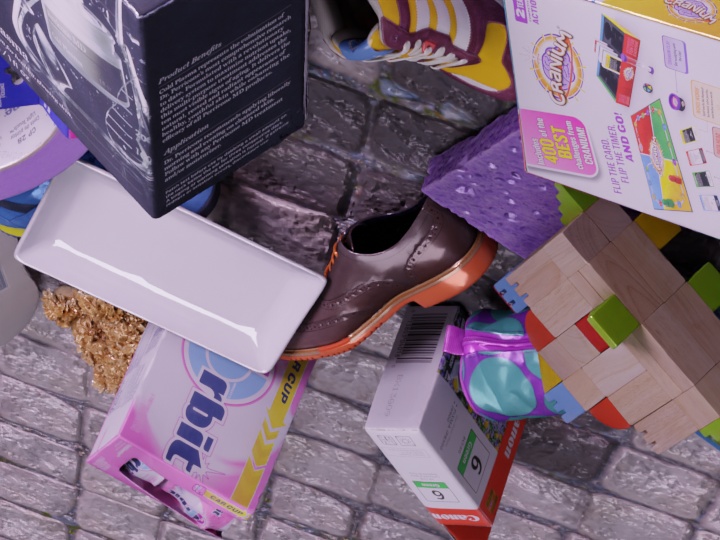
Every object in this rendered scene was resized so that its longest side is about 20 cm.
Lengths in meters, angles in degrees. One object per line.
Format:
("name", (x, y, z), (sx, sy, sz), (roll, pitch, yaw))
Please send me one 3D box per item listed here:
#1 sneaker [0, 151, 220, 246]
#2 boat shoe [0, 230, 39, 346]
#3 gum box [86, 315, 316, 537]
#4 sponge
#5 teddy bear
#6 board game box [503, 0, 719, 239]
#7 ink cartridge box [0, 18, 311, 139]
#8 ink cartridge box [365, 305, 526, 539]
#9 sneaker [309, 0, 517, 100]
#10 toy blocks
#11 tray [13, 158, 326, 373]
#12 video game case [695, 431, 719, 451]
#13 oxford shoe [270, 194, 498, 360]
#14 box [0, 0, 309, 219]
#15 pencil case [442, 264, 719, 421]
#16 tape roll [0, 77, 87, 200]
("sneaker", (-0.196, -0.063, 1.798), (0.200, 0.066, 0.078), (3, 146, 28))
("boat shoe", (-0.298, -0.003, 1.955), (0.069, 0.072, 0.200), (54, 168, 23))
("gum box", (-0.106, 0.083, 1.842), (0.113, 0.200, 0.066), (31, 148, -14))
("sponge", (0.138, -0.067, 1.631), (0.111, 0.030, 0.200), (32, 146, -20))
("teddy bear", (-0.168, 0.076, 1.999), (0.145, 0.067, 0.200), (4, 145, 30))
("board game box", (0.179, -0.096, 1.465), (0.200, 0.040, 0.153), (22, 140, 32))
("ink cartridge box", (-0.133, -0.126, 1.600), (0.200, 0.037, 0.095), (-7, 155, -9))
("ink cartridge box", (0.079, 0.126, 1.890), (0.050, 0.109, 0.200), (-1, 143, 32))
("sneaker", (0.025, -0.145, 1.513), (0.200, 0.090, 0.075), (37, 145, -25))
("toy blocks", (0.160, 0.046, 1.638), (0.200, 0.100, 0.137), (49, 146, 1))
("tray", (-0.131, -0.007, 1.768), (0.200, 0.022, 0.107), (26, 128, -10))
("video game case", (0.295, 0.080, 1.780), (0.143, 0.018, 0.200), (35, 146, -24))
("oxford shoe", (0.000, 0.000, 1.775), (0.200, 0.071, 0.073), (-29, 119, 33))
("box", (-0.134, -0.174, 1.455), (0.200, 0.124, 0.197), (46, 155, 23))
("pencil case", (0.161, 0.054, 1.753), (0.200, 0.085, 0.092), (-11, 153, 41))
("tape roll", (-0.263, -0.125, 1.651), (0.200, 0.066, 0.200), (-11, 145, -8))
